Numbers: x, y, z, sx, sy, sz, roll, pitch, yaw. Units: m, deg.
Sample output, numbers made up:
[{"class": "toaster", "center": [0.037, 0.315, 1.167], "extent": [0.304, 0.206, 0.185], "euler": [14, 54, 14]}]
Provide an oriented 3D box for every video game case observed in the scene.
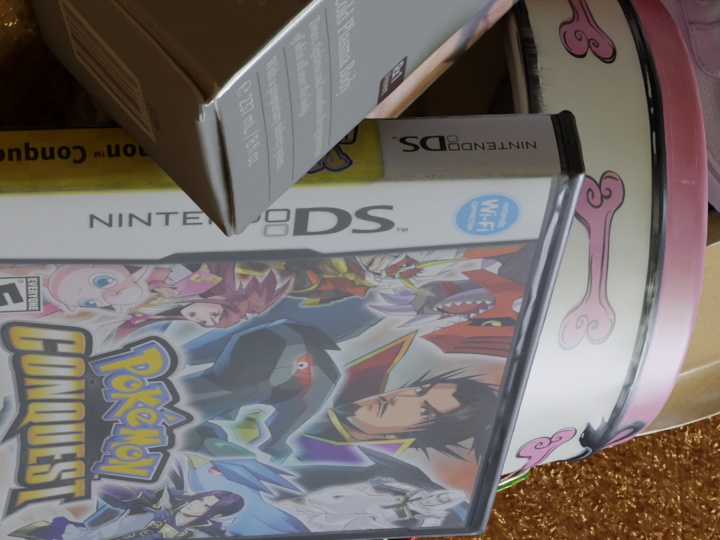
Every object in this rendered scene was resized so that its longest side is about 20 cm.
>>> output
[{"class": "video game case", "center": [-0.037, 0.026, 0.711], "extent": [0.179, 0.026, 0.201], "euler": [-2, 144, -8]}]

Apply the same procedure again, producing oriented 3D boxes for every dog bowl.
[{"class": "dog bowl", "center": [0.063, -0.021, 0.858], "extent": [0.073, 0.202, 0.200], "euler": [2, 151, -15]}]

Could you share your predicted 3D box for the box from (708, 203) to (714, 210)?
[{"class": "box", "center": [0.183, -0.071, 0.975], "extent": [0.199, 0.039, 0.137], "euler": [-18, 164, -9]}]

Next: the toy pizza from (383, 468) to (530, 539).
[{"class": "toy pizza", "center": [-0.001, 0.095, 0.974], "extent": [0.199, 0.032, 0.200], "euler": [-23, -176, 2]}]

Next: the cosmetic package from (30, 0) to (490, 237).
[{"class": "cosmetic package", "center": [0.010, -0.115, 0.599], "extent": [0.200, 0.090, 0.107], "euler": [-41, 166, -10]}]

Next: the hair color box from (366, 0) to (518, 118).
[{"class": "hair color box", "center": [0.028, -0.118, 0.728], "extent": [0.200, 0.064, 0.111], "euler": [-43, 170, -11]}]

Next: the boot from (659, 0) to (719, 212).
[{"class": "boot", "center": [0.144, -0.101, 0.841], "extent": [0.073, 0.201, 0.095], "euler": [-27, -168, -17]}]

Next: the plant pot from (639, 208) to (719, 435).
[{"class": "plant pot", "center": [0.156, 0.019, 1.073], "extent": [0.198, 0.028, 0.200], "euler": [-15, 154, -7]}]
